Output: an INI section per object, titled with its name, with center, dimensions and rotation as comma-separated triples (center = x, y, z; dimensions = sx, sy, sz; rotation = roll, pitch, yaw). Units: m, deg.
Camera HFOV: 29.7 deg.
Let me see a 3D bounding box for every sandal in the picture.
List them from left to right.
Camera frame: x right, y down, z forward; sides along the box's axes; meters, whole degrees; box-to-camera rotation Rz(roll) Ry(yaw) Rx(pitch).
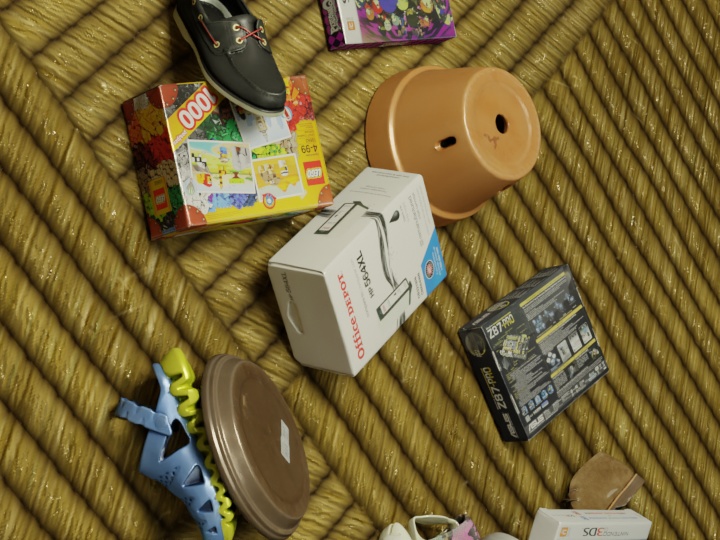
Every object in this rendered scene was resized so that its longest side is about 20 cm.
[sandal]
center = -0.180, 0.183, 1.341
dimensions = 0.087, 0.080, 0.201
rotation = -21, 80, -6

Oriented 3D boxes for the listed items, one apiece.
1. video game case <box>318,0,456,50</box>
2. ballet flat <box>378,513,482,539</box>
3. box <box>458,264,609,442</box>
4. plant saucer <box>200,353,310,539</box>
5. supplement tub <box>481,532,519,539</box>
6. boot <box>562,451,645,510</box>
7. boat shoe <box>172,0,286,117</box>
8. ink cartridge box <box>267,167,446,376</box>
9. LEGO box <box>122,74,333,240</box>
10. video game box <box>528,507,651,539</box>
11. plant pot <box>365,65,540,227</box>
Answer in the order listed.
[video game case]
center = 0.024, -0.368, 1.675
dimensions = 0.199, 0.036, 0.182
rotation = -12, 90, -43
[ballet flat]
center = 0.064, 0.320, 1.558
dimensions = 0.199, 0.069, 0.071
rotation = -7, 68, -46
[box]
center = 0.228, 0.104, 1.753
dimensions = 0.200, 0.049, 0.162
rotation = -33, 105, -41
[plant saucer]
center = -0.102, 0.176, 1.386
dimensions = 0.201, 0.029, 0.200
rotation = 60, 16, -29
[supplement tub]
center = 0.134, 0.410, 1.518
dimensions = 0.200, 0.144, 0.145
rotation = -42, 110, -19
[boot]
center = 0.285, 0.316, 1.764
dimensions = 0.075, 0.074, 0.200
rotation = 43, 56, 10
[boat shoe]
center = -0.133, -0.239, 1.418
dimensions = 0.073, 0.063, 0.202
rotation = -4, 48, -39
[ink cartridge box]
center = 0.000, 0.000, 1.518
dimensions = 0.200, 0.084, 0.147
rotation = -47, 134, -38
[LEGO box]
center = -0.140, -0.123, 1.450
dimensions = 0.199, 0.077, 0.150
rotation = -12, 89, -42
[video game box]
center = 0.263, 0.393, 1.676
dimensions = 0.181, 0.047, 0.201
rotation = 9, 101, -38
[plant pot]
center = 0.125, -0.163, 1.654
dimensions = 0.199, 0.140, 0.201
rotation = 11, 74, -41
